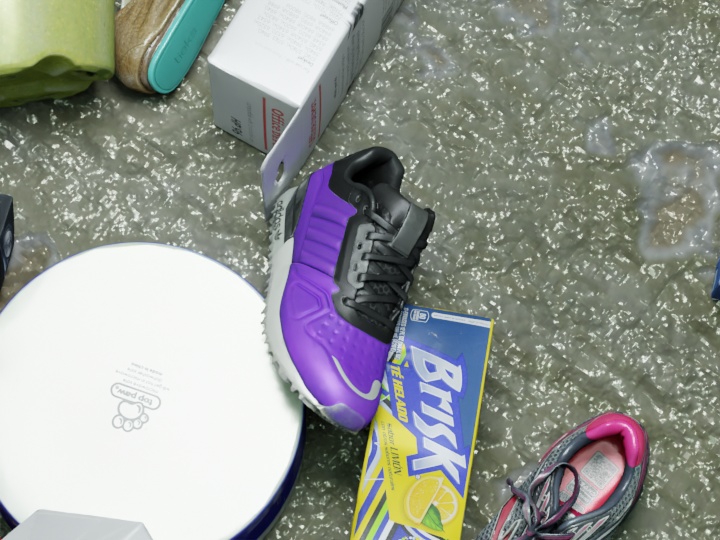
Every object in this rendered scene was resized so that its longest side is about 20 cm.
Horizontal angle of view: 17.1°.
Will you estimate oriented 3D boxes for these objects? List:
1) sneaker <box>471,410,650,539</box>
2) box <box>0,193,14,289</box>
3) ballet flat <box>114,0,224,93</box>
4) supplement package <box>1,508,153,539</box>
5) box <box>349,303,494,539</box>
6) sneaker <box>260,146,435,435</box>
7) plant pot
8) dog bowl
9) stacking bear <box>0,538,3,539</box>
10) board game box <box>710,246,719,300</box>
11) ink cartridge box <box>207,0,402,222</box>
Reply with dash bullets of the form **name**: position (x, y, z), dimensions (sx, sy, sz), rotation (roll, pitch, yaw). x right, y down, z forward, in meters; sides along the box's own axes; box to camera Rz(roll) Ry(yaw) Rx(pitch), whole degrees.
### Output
- **sneaker**: position (0.099, 0.164, 1.408), dimensions (0.081, 0.075, 0.200), rotation (32, 77, 8)
- **box**: position (-0.320, 0.010, 1.424), dimensions (0.199, 0.044, 0.161), rotation (7, 46, 1)
- **ballet flat**: position (-0.100, -0.202, 1.522), dimensions (0.072, 0.068, 0.200), rotation (30, 79, 27)
- **supplement package**: position (-0.138, 0.245, 1.283), dimensions (0.121, 0.120, 0.200), rotation (-40, 111, -30)
- **box**: position (0.032, 0.123, 1.398), dimensions (0.064, 0.070, 0.201), rotation (9, 60, 2)
- **sneaker**: position (0.000, 0.000, 1.398), dimensions (0.099, 0.070, 0.200), rotation (-35, 38, 26)
- **plant pot**: position (-0.226, -0.199, 1.459), dimensions (0.200, 0.200, 0.185), rotation (-8, 85, -3)
- **dog bowl**: position (-0.131, 0.087, 1.422), dimensions (0.199, 0.079, 0.201), rotation (1, 74, -2)
- **stacking bear**: position (-0.251, 0.182, 1.384), dimensions (0.200, 0.121, 0.114), rotation (31, 83, -2)
- **board game box**: position (0.329, -0.028, 1.487), dimensions (0.199, 0.034, 0.136), rotation (13, 74, 2)
- **ink cartridge box**: position (-0.036, -0.142, 1.471), dimensions (0.068, 0.116, 0.200), rotation (28, 75, 7)
